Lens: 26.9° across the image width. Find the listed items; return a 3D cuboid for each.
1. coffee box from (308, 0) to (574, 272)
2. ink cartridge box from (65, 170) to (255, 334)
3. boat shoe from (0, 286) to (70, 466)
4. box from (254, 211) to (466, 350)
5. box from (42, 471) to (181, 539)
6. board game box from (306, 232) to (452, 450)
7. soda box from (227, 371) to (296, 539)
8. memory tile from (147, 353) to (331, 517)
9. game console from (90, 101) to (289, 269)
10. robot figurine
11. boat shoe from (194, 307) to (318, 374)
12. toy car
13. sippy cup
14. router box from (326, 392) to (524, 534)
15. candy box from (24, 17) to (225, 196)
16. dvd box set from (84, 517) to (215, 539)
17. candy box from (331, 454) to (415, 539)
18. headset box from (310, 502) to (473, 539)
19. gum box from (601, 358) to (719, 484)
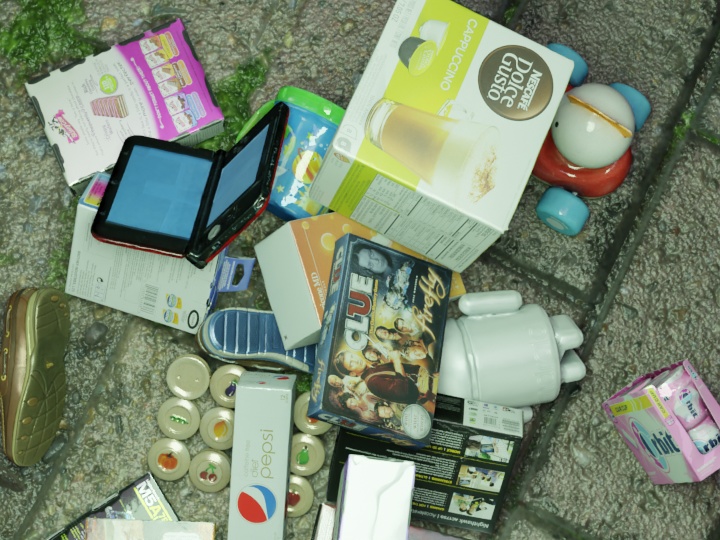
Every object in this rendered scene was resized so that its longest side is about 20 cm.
[{"bbox_3d":[0.081,-0.144,1.578,0.196,0.200,0.201,25,75,-3],"label":"coffee box"},{"bbox_3d":[-0.222,-0.014,1.693,0.198,0.137,0.077,19,40,0],"label":"ink cartridge box"},{"bbox_3d":[-0.378,0.119,1.706,0.067,0.072,0.203,4,87,31],"label":"boat shoe"},{"bbox_3d":[0.000,0.000,1.693,0.198,0.097,0.126,-13,80,-31],"label":"box"},{"bbox_3d":[-0.264,0.360,1.675,0.192,0.048,0.201,-32,83,-11],"label":"box"},{"bbox_3d":[0.023,0.075,1.601,0.134,0.035,0.202,19,65,-23],"label":"board game box"},{"bbox_3d":[-0.109,0.218,1.662,0.063,0.068,0.203,4,100,1],"label":"soda box"},{"bbox_3d":[-0.135,0.187,1.701,0.198,0.017,0.155,16,101,0],"label":"memory tile"},{"bbox_3d":[-0.179,-0.110,1.625,0.118,0.201,0.172,36,123,-21],"label":"game console"},{"bbox_3d":[0.154,0.102,1.712,0.198,0.113,0.172,-11,106,-5],"label":"robot figurine"},{"bbox_3d":[-0.095,0.079,1.718,0.198,0.072,0.073,13,74,-27],"label":"boat shoe"},{"bbox_3d":[0.244,-0.170,1.723,0.176,0.200,0.185,33,79,3],"label":"toy car"},{"bbox_3d":[-0.062,-0.122,1.729,0.139,0.178,0.131,30,83,-21],"label":"sippy cup"},{"bbox_3d":[0.069,0.207,1.677,0.198,0.051,0.150,12,123,-1],"label":"router box"},{"bbox_3d":[-0.274,-0.191,1.765,0.198,0.061,0.138,-23,82,-8],"label":"candy box"},{"bbox_3d":[-0.234,0.373,1.635,0.144,0.029,0.203,3,78,-3],"label":"dvd box set"},{"bbox_3d":[0.007,0.285,1.549,0.071,0.200,0.170,7,78,-2],"label":"candy box"},{"bbox_3d":[0.014,0.350,1.678,0.198,0.075,0.150,15,79,-1],"label":"headset box"},{"bbox_3d":[0.345,0.171,1.668,0.066,0.200,0.114,-32,85,-9],"label":"gum box"}]
